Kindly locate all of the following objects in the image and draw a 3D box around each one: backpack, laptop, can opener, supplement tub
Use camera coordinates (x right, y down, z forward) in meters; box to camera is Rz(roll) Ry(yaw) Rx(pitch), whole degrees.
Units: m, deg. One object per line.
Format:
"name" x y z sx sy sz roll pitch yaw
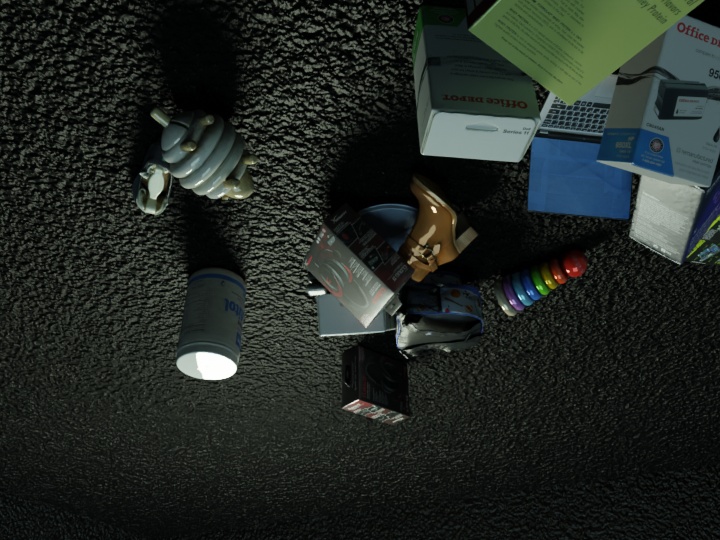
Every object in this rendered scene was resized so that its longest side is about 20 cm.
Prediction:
"backpack" 0.171 0.095 1.461 0.185 0.158 0.201 6 153 5
"laptop" 0.373 -0.195 1.066 0.182 0.119 0.202 4 146 -8
"can opener" -0.016 0.032 1.452 0.194 0.055 0.067 -5 146 8
"supplement tub" -0.312 0.110 1.427 0.128 0.205 0.133 -1 147 0

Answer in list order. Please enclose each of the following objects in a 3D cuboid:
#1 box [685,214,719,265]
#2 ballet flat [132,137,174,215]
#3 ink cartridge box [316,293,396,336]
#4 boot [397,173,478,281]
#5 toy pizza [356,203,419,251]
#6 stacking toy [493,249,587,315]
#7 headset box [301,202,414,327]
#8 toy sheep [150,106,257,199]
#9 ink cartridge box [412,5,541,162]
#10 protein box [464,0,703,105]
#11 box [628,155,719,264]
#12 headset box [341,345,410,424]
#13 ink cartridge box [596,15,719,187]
"box" 0.736 -0.081 1.306 0.187 0.049 0.202 8 146 -8
"ballet flat" -0.359 -0.143 1.173 0.071 0.075 0.200 14 144 -21
"ink cartridge box" -0.005 0.092 1.436 0.141 0.086 0.200 -5 175 9
"boot" 0.110 -0.073 1.237 0.154 0.078 0.199 -39 136 15
"toy pizza" 0.054 -0.068 1.323 0.194 0.032 0.202 -1 143 0
"stacking toy" 0.381 0.016 1.420 0.198 0.087 0.085 -31 136 28
"headset box" 0.000 0.000 1.257 0.200 0.075 0.149 44 145 5
"toy sheep" -0.244 -0.186 1.060 0.136 0.140 0.200 -24 125 31
"ink cartridge box" 0.147 -0.250 0.903 0.142 0.205 0.084 4 147 -6
"protein box" 0.259 -0.351 0.816 0.195 0.138 0.199 22 141 -29
"box" 0.530 -0.138 1.102 0.103 0.148 0.201 34 163 30
"headset box" 0.032 0.296 1.755 0.197 0.152 0.077 26 138 -33
"ink cartridge box" 0.429 -0.233 0.933 0.141 0.206 0.084 10 -173 -18
